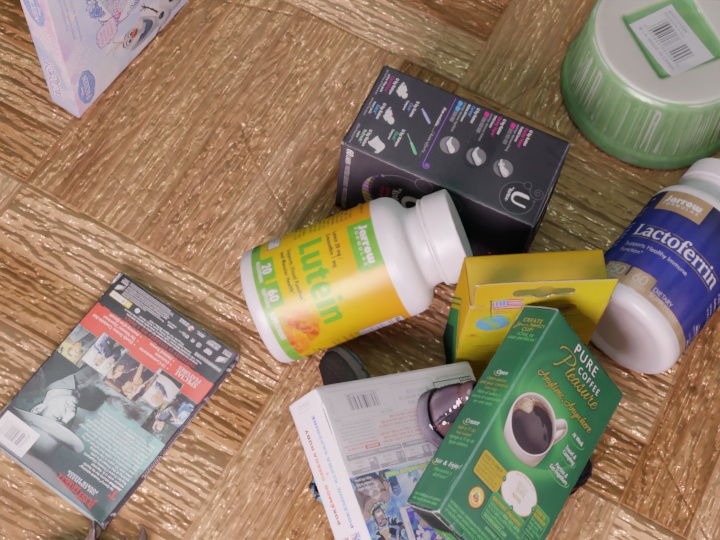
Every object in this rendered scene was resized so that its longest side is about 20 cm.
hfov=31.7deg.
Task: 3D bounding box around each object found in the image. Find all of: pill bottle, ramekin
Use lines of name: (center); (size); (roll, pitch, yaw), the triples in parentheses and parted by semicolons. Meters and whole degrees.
pill bottle: (0.302, -0.008, 1.213); (0.115, 0.116, 0.200); (37, 67, 14)
ramekin: (0.316, -0.217, 1.325); (0.197, 0.098, 0.202); (2, 64, -3)
pill bottle: (0.000, 0.000, 1.158); (0.198, 0.111, 0.112); (-21, 65, 10)

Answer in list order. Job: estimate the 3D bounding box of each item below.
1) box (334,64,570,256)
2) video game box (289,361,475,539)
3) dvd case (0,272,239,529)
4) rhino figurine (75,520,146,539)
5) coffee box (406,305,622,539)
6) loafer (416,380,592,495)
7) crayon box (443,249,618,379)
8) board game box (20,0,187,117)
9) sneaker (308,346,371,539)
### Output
box: (0.086, -0.092, 1.235); (0.198, 0.123, 0.107); (24, 64, 8)
video game box: (0.051, 0.179, 1.075); (0.199, 0.047, 0.184); (-4, 65, -45)
dvd case: (-0.228, 0.116, 1.170); (0.145, 0.022, 0.201); (32, 65, 12)
rhino figurine: (-0.261, 0.280, 1.065); (0.199, 0.060, 0.088); (-38, 74, -21)
coffee box: (0.131, 0.144, 1.039); (0.123, 0.044, 0.201); (46, 65, -31)
loafer: (0.139, 0.147, 1.101); (0.199, 0.063, 0.073); (25, 48, -32)
crayon box: (0.148, 0.036, 1.133); (0.125, 0.201, 0.051); (-2, 63, -5)
board game box: (-0.249, -0.286, 1.266); (0.043, 0.201, 0.200); (30, 65, 14)
sneaker: (-0.012, 0.162, 1.132); (0.081, 0.073, 0.202); (-15, 64, -7)
